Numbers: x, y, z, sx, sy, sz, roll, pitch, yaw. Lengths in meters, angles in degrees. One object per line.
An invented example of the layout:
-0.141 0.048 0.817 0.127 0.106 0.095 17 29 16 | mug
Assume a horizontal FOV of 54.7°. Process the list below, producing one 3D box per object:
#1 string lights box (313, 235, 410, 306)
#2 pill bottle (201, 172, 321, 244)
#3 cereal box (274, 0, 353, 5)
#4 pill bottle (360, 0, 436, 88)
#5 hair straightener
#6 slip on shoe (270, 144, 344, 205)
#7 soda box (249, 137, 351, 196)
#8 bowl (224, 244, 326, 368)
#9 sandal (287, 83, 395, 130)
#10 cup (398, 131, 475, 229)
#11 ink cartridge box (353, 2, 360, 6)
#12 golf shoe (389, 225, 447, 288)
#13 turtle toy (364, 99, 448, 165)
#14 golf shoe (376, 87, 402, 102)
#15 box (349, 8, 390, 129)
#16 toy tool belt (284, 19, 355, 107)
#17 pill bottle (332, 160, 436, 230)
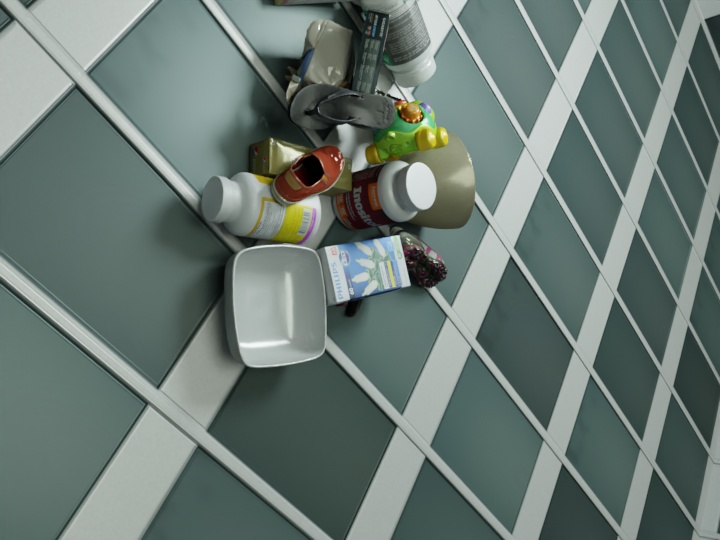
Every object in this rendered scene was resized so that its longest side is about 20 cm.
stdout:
0.000 0.000 1.326 0.197 0.058 0.106 -11 86 -43 | string lights box
-0.169 -0.107 1.193 0.196 0.103 0.108 8 80 -42 | pill bottle
-0.090 -0.595 1.344 0.196 0.039 0.148 -16 96 -32 | cereal box
0.084 -0.495 1.453 0.114 0.111 0.202 -58 136 -31 | pill bottle
0.016 0.012 1.410 0.077 0.040 0.203 46 52 -30 | hair straightener
-0.079 -0.173 1.203 0.075 0.061 0.200 51 38 -2 | slip on shoe
-0.108 -0.188 1.285 0.196 0.067 0.066 6 82 -43 | soda box
-0.156 0.061 1.209 0.196 0.073 0.207 -2 87 -44 | bowl
-0.030 -0.283 1.207 0.194 0.043 0.079 -4 105 -16 | sandal
0.128 -0.175 1.448 0.139 0.199 0.207 -13 95 -21 | cup
0.006 -0.662 1.465 0.098 0.039 0.207 5 82 -42 | ink cartridge box
0.126 -0.032 1.488 0.200 0.072 0.094 40 20 -52 | golf shoe
0.090 -0.272 1.334 0.199 0.142 0.104 -28 106 -61 | turtle toy
0.048 -0.344 1.434 0.199 0.093 0.080 37 63 -33 | golf shoe
0.013 -0.372 1.308 0.045 0.159 0.206 11 100 -2 | box
-0.079 -0.352 1.297 0.122 0.123 0.205 20 75 -12 | toy tool belt
0.046 -0.146 1.337 0.111 0.197 0.117 6 81 -42 | pill bottle
